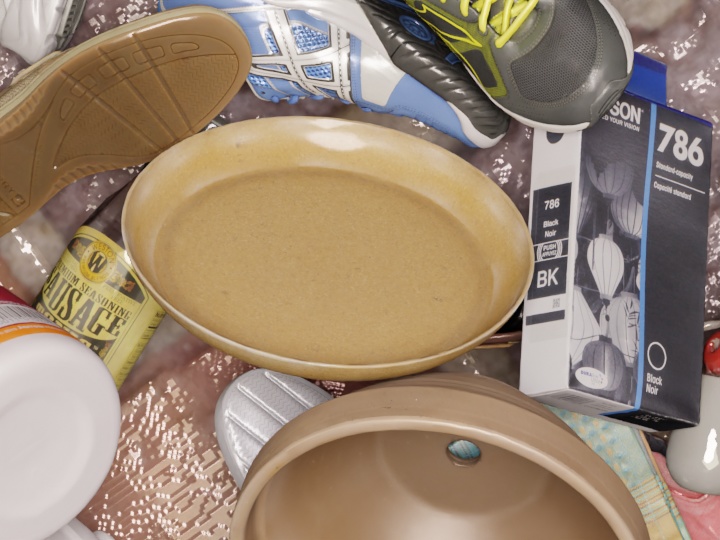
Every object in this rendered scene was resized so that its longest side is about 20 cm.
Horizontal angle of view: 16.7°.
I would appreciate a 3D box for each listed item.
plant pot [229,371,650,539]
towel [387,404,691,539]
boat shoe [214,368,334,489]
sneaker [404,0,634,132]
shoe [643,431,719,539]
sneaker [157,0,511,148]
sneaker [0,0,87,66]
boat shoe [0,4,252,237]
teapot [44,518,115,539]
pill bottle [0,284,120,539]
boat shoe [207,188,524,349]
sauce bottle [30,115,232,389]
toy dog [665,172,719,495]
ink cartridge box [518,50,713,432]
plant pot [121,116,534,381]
[{"bbox_3d":[0.044,0.115,1.170,0.200,0.093,0.202,8,132,9],"label":"plant pot"},{"bbox_3d":[0.101,0.163,1.254,0.146,0.022,0.201,-26,96,2],"label":"towel"},{"bbox_3d":[-0.004,0.132,1.290,0.200,0.071,0.072,46,77,-8],"label":"boat shoe"},{"bbox_3d":[0.051,-0.138,1.202,0.075,0.084,0.200,-54,53,12],"label":"sneaker"},{"bbox_3d":[0.210,0.158,1.290,0.199,0.071,0.091,23,103,3],"label":"shoe"},{"bbox_3d":[-0.013,-0.118,1.267,0.199,0.076,0.077,32,115,0],"label":"sneaker"},{"bbox_3d":[-0.170,-0.210,1.249,0.099,0.078,0.201,20,97,2],"label":"sneaker"},{"bbox_3d":[-0.145,-0.085,1.254,0.199,0.065,0.071,-27,120,15],"label":"boat shoe"},{"bbox_3d":[-0.177,0.189,1.266,0.146,0.197,0.201,-35,122,-30],"label":"teapot"},{"bbox_3d":[-0.217,0.049,1.221,0.113,0.200,0.114,-21,125,-34],"label":"pill bottle"},{"bbox_3d":[0.000,0.000,1.250,0.199,0.070,0.071,7,99,-15],"label":"boat shoe"},{"bbox_3d":[-0.128,0.004,1.281,0.066,0.066,0.201,30,96,-3],"label":"sauce bottle"},{"bbox_3d":[0.223,0.019,1.262,0.096,0.132,0.200,22,107,-34],"label":"toy dog"},{"bbox_3d":[0.129,-0.026,1.225,0.099,0.039,0.201,15,71,-39],"label":"ink cartridge box"},{"bbox_3d":[-0.016,-0.008,1.182,0.199,0.200,0.028,8,126,0],"label":"plant pot"}]
